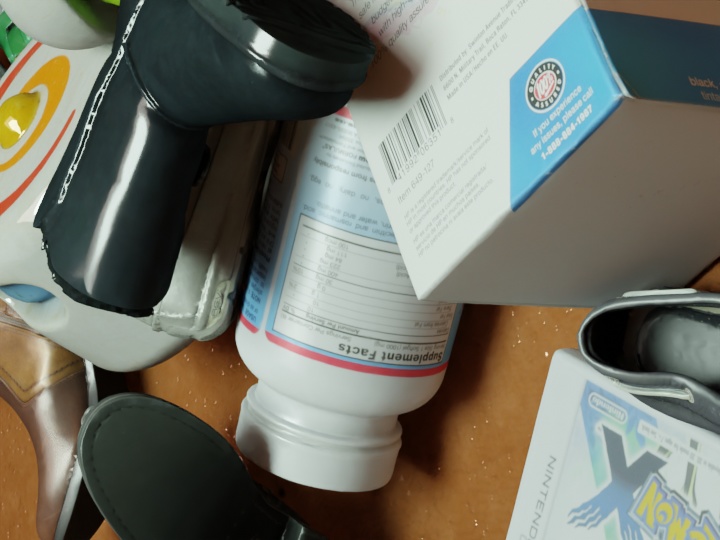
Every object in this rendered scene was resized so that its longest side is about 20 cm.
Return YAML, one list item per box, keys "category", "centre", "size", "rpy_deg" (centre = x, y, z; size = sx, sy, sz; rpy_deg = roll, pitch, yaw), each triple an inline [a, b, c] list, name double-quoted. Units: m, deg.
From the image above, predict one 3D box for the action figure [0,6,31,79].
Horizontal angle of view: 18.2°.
- category: "action figure"
  centre: [-0.211, -0.151, 1.438]
  size: [0.118, 0.054, 0.201]
  rpy_deg: [-42, 59, 39]

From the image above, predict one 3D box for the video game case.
- category: "video game case"
  centre: [0.131, 0.154, 0.985]
  size: [0.200, 0.022, 0.184]
  rpy_deg: [29, 111, 50]

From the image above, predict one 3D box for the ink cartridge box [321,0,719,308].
- category: "ink cartridge box"
  centre: [0.086, -0.106, 0.963]
  size: [0.147, 0.144, 0.201]
  rpy_deg: [-46, 53, 42]

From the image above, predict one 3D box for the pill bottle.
- category: "pill bottle"
  centre: [0.000, 0.000, 1.098]
  size: [0.109, 0.108, 0.201]
  rpy_deg: [32, 113, 49]

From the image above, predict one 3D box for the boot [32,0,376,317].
- category: "boot"
  centre: [-0.075, -0.053, 0.988]
  size: [0.200, 0.076, 0.169]
  rpy_deg: [43, 117, 56]

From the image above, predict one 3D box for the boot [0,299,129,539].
- category: "boot"
  centre: [-0.235, 0.065, 1.354]
  size: [0.198, 0.068, 0.190]
  rpy_deg: [7, 93, 18]

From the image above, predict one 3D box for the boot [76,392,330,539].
- category: "boot"
  centre: [-0.102, 0.107, 1.154]
  size: [0.069, 0.200, 0.174]
  rpy_deg: [-50, 35, -7]

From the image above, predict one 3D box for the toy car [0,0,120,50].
- category: "toy car"
  centre: [-0.134, -0.224, 1.106]
  size: [0.174, 0.150, 0.201]
  rpy_deg: [-32, 56, 15]

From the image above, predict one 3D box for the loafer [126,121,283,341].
- category: "loafer"
  centre: [-0.074, -0.067, 1.099]
  size: [0.070, 0.069, 0.202]
  rpy_deg: [21, -97, -86]

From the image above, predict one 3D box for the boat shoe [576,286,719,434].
- category: "boat shoe"
  centre: [0.170, 0.047, 0.907]
  size: [0.199, 0.062, 0.073]
  rpy_deg: [16, 97, 50]

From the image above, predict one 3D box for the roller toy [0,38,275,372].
- category: "roller toy"
  centre: [-0.135, -0.053, 1.211]
  size: [0.200, 0.139, 0.183]
  rpy_deg: [-43, 31, 25]
